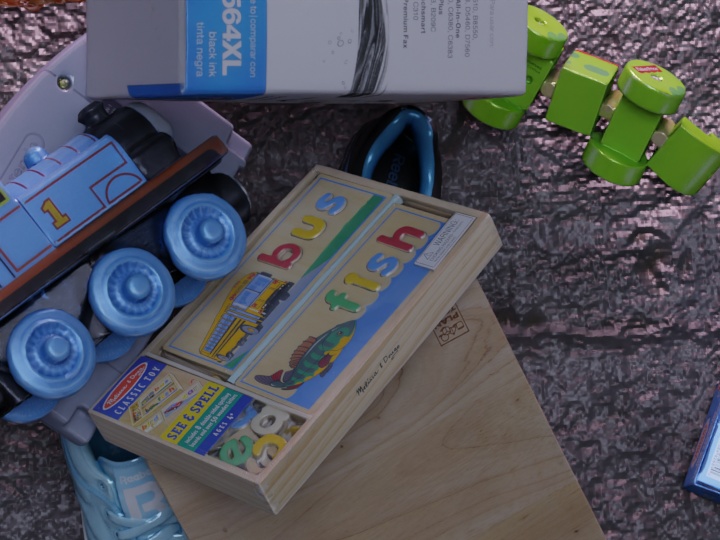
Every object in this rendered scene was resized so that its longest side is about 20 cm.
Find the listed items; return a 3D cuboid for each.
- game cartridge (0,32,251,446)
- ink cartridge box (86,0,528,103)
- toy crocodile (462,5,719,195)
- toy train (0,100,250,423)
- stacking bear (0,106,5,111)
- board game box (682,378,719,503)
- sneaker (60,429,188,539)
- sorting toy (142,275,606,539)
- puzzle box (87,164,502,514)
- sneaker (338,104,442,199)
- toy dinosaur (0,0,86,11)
[{"bbox_3d":[-0.155,-0.024,1.237,0.133,0.041,0.201,35,66,-14],"label":"game cartridge"},{"bbox_3d":[-0.029,-0.131,1.215,0.199,0.146,0.085,-1,93,-26],"label":"ink cartridge box"},{"bbox_3d":[0.126,-0.107,1.353,0.199,0.062,0.068,27,117,4],"label":"toy crocodile"},{"bbox_3d":[-0.147,-0.009,1.172,0.200,0.087,0.115,-39,93,-29],"label":"toy train"},{"bbox_3d":[-0.221,-0.025,1.279,0.200,0.114,0.122,-41,106,-23],"label":"stacking bear"},{"bbox_3d":[0.306,0.093,1.342,0.199,0.037,0.152,22,78,0],"label":"board game box"},{"bbox_3d":[-0.124,0.132,1.269,0.074,0.082,0.201,-25,82,-8],"label":"sneaker"},{"bbox_3d":[0.010,0.126,1.261,0.199,0.070,0.200,-28,103,-4],"label":"sorting toy"},{"bbox_3d":[-0.034,0.030,1.205,0.133,0.026,0.200,17,55,41],"label":"puzzle box"},{"bbox_3d":[0.000,0.000,1.308,0.073,0.082,0.201,12,79,-6],"label":"sneaker"},{"bbox_3d":[-0.225,-0.188,1.294,0.200,0.102,0.136,38,31,-33],"label":"toy dinosaur"}]
